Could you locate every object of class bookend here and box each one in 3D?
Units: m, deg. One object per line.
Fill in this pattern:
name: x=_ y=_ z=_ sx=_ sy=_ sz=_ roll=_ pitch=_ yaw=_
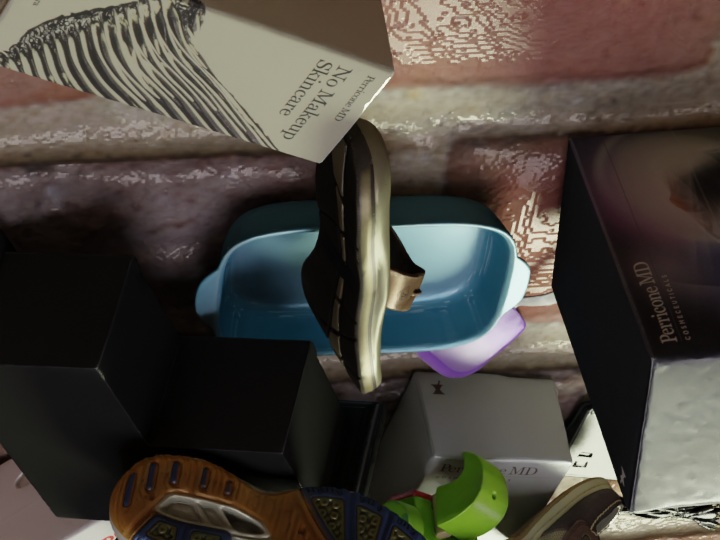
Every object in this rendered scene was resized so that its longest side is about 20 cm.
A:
bookend: x=-0.111 y=0.062 z=1.231 sx=0.198 sy=0.092 sz=0.200 roll=1 pitch=146 yaw=20

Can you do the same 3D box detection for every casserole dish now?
casserole dish: x=0.000 y=0.000 z=1.274 sx=0.199 sy=0.039 sz=0.121 roll=-2 pitch=141 yaw=-10

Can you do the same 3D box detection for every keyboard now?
keyboard: x=0.226 y=0.136 z=1.512 sx=0.199 sy=0.021 sz=0.127 roll=7 pitch=132 yaw=-19

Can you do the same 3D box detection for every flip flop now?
flip flop: x=0.007 y=-0.007 z=1.188 sx=0.057 sy=0.081 sz=0.200 roll=-18 pitch=140 yaw=-19

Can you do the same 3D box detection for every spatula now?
spatula: x=0.127 y=0.011 z=1.330 sx=0.200 sy=0.021 sz=0.057 roll=-28 pitch=137 yaw=21

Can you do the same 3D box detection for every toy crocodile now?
toy crocodile: x=0.012 y=0.180 z=1.378 sx=0.067 sy=0.062 sz=0.200 roll=22 pitch=136 yaw=-37

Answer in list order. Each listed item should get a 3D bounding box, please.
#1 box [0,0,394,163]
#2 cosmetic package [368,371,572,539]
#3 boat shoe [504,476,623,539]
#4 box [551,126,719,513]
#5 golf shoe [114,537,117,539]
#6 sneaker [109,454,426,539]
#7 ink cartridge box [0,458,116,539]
box: x=-0.088 y=-0.125 z=1.071 sx=0.199 sy=0.069 sz=0.082 roll=15 pitch=135 yaw=-28
cosmetic package: x=0.059 y=0.157 z=1.457 sx=0.101 sy=0.071 sz=0.200 roll=4 pitch=139 yaw=-18
boat shoe: x=0.121 y=0.197 z=1.388 sx=0.200 sy=0.065 sz=0.072 roll=-27 pitch=153 yaw=-53
box: x=0.227 y=0.019 z=1.207 sx=0.198 sy=0.200 sz=0.124 roll=-6 pitch=130 yaw=-7
golf shoe: x=-0.060 y=0.153 z=1.339 sx=0.088 sy=0.200 sz=0.077 roll=8 pitch=129 yaw=44
sneaker: x=-0.044 y=0.162 z=1.217 sx=0.199 sy=0.075 sz=0.088 roll=21 pitch=154 yaw=4
ink cartridge box: x=-0.145 y=0.185 z=1.434 sx=0.146 sy=0.086 sz=0.200 roll=-31 pitch=139 yaw=22
